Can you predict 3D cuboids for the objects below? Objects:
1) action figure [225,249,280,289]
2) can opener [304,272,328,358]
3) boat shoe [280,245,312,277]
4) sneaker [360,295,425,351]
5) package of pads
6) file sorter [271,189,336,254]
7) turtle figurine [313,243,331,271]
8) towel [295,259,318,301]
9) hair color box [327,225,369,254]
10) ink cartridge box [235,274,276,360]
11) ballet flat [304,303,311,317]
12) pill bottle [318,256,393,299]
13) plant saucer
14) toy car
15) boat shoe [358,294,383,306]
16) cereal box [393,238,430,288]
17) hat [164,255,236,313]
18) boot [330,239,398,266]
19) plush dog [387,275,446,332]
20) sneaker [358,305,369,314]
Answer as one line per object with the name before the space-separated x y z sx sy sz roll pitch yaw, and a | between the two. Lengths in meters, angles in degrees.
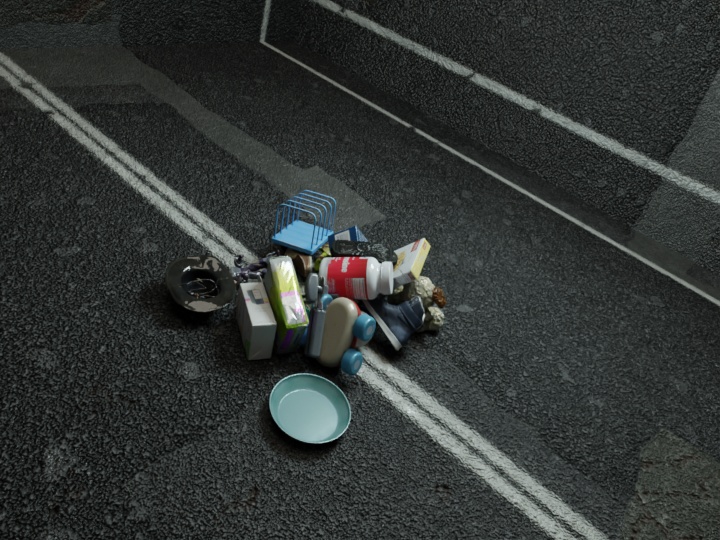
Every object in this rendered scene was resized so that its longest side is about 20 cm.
action figure | -0.320 0.003 1.629 0.193 0.071 0.132 -11 46 -15
can opener | -0.123 0.111 1.425 0.065 0.208 0.053 11 -7 -28
boat shoe | -0.196 -0.036 1.722 0.069 0.078 0.200 -4 27 -22
sneaker | 0.094 0.098 1.590 0.204 0.145 0.077 50 1 18
package of pads | -0.198 0.086 1.452 0.066 0.156 0.206 -6 61 -25
file sorter | -0.166 -0.155 1.745 0.134 0.127 0.200 17 24 10
turtle figurine | -0.094 -0.041 1.782 0.197 0.065 0.163 35 20 -18
towel | -0.183 0.029 1.724 0.193 0.036 0.195 2 34 -21
hair color box | -0.015 -0.051 1.744 0.097 0.200 0.063 -18 60 16
ink cartridge box | -0.275 0.115 1.464 0.065 0.120 0.202 -2 38 -24
ballet flat | -0.192 0.105 1.579 0.194 0.070 0.075 21 12 6
pill bottle | -0.010 0.022 1.551 0.192 0.116 0.114 -1 31 10
plant saucer | -0.119 0.326 1.318 0.193 0.037 0.203 14 34 -9
toy car | -0.028 0.172 1.516 0.180 0.183 0.198 23 2 32
boat shoe | 0.054 0.055 1.765 0.061 0.076 0.199 38 46 11
cereal box | 0.103 -0.006 1.655 0.040 0.197 0.146 46 44 -21
hat | -0.426 0.054 1.512 0.193 0.082 0.205 12 42 -11
boot | 0.000 -0.002 1.656 0.203 0.162 0.081 10 39 1
plush dog | 0.157 0.092 1.666 0.196 0.176 0.160 30 35 16
sneaker | -0.038 0.121 1.611 0.194 0.084 0.074 -5 37 -35
